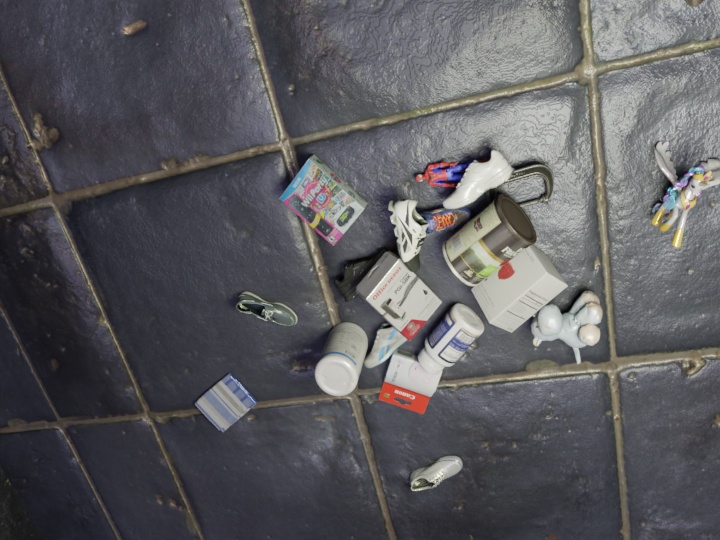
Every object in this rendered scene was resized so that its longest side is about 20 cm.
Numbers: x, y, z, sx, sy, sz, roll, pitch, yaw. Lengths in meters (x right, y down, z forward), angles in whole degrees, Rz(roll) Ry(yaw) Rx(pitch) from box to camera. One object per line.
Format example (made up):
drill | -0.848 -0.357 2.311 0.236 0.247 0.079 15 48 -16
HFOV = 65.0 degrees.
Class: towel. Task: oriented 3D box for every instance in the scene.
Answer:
towel | -0.458 0.451 1.926 0.199 0.024 0.147 -40 99 22

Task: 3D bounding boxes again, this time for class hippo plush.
hippo plush | 0.543 0.132 1.519 0.156 0.163 0.201 10 156 8

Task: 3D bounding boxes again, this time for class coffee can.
coffee can | 0.328 -0.075 1.449 0.146 0.147 0.199 43 125 -9

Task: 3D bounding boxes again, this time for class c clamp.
c clamp | 0.408 -0.187 1.461 0.196 0.027 0.173 -19 121 20

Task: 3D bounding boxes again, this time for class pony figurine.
pony figurine | 0.757 -0.189 1.324 0.162 0.195 0.203 13 135 8

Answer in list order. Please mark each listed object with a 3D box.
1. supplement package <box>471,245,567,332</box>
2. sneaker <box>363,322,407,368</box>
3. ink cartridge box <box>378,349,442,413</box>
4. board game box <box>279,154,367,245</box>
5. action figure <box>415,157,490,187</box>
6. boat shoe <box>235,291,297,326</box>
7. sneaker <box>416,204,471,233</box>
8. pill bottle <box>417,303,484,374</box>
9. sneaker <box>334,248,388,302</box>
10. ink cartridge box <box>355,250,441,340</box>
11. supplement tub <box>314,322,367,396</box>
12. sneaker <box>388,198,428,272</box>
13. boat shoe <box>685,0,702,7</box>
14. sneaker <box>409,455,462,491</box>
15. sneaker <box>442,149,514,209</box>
supplement package | 0.416 0.045 1.492 0.118 0.123 0.200 22 122 -40
sneaker | 0.073 0.210 1.689 0.081 0.077 0.200 43 108 -2
ink cartridge box | 0.151 0.354 1.747 0.159 0.057 0.204 17 111 3
board game box | -0.101 -0.191 1.549 0.199 0.065 0.148 40 115 -7
action figure | 0.239 -0.252 1.463 0.195 0.052 0.067 -5 118 15
boat shoe | -0.290 0.130 1.728 0.196 0.062 0.074 24 116 0
sneaker | 0.199 -0.129 1.506 0.195 0.079 0.077 -8 113 15
pill bottle | 0.253 0.202 1.623 0.110 0.112 0.201 34 116 -5
sneaker | 0.000 0.000 1.610 0.091 0.076 0.200 46 110 0
ink cartridge box | 0.106 0.070 1.554 0.200 0.083 0.147 42 88 -27
supplement tub | -0.053 0.258 1.660 0.128 0.201 0.135 4 114 9
sneaker | 0.138 -0.088 1.456 0.086 0.075 0.204 -7 118 23
boat shoe | 0.700 -0.660 1.174 0.072 0.075 0.204 -14 111 17
sneaker | 0.248 0.676 1.855 0.198 0.071 0.074 -33 104 22
sneaker | 0.285 -0.224 1.417 0.198 0.075 0.088 -34 94 22
